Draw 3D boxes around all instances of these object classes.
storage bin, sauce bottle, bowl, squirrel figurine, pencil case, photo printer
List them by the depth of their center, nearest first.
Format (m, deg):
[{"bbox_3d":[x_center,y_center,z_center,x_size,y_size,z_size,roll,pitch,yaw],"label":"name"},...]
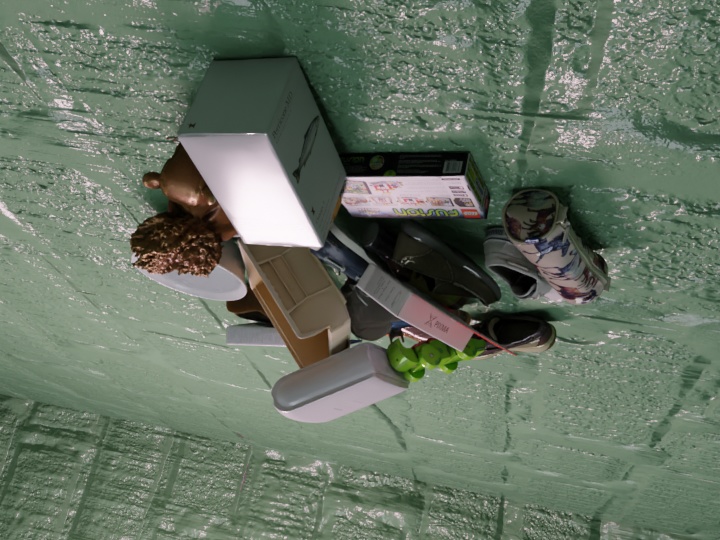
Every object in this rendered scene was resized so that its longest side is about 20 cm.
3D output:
[{"bbox_3d":[-0.211,-0.081,1.116,0.139,0.203,0.187,20,179,0],"label":"squirrel figurine"},{"bbox_3d":[0.263,-0.027,1.151,0.089,0.079,0.200,21,167,43],"label":"pencil case"},{"bbox_3d":[0.086,-0.007,1.323,0.198,0.066,0.064,29,154,-30],"label":"sauce bottle"},{"bbox_3d":[-0.098,0.048,1.390,0.093,0.200,0.201,-29,161,-13],"label":"storage bin"},{"bbox_3d":[-0.037,0.189,1.419,0.198,0.070,0.166,-24,158,17],"label":"photo printer"},{"bbox_3d":[-0.272,-0.031,1.449,0.198,0.092,0.202,12,159,5],"label":"bowl"}]

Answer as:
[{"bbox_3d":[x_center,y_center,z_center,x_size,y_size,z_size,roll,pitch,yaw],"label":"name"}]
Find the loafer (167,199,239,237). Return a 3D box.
[{"bbox_3d":[-0.213,-0.093,1.284,0.198,0.076,0.069,-6,155,41],"label":"loafer"}]

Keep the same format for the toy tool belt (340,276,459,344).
[{"bbox_3d":[0.056,0.058,1.448,0.196,0.127,0.123,-7,174,-12],"label":"toy tool belt"}]

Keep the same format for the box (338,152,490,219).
[{"bbox_3d":[0.059,-0.108,1.136,0.197,0.035,0.110,3,156,25],"label":"box"}]

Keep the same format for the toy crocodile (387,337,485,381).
[{"bbox_3d":[0.127,0.135,1.442,0.198,0.063,0.068,-7,155,-36],"label":"toy crocodile"}]

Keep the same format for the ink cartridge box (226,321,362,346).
[{"bbox_3d":[-0.125,0.122,1.693,0.197,0.041,0.199,2,-178,28],"label":"ink cartridge box"}]

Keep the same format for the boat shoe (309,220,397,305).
[{"bbox_3d":[0.000,0.000,1.316,0.200,0.062,0.075,39,-169,-46],"label":"boat shoe"}]

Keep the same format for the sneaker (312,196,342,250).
[{"bbox_3d":[-0.084,-0.079,1.195,0.087,0.077,0.200,28,172,-12],"label":"sneaker"}]

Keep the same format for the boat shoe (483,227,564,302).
[{"bbox_3d":[0.244,0.010,1.268,0.071,0.067,0.199,-5,151,39],"label":"boat shoe"}]

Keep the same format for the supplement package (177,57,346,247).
[{"bbox_3d":[-0.108,-0.134,1.028,0.115,0.118,0.201,4,147,22],"label":"supplement package"}]

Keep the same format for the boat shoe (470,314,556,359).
[{"bbox_3d":[0.236,0.107,1.512,0.197,0.074,0.065,-11,144,29],"label":"boat shoe"}]

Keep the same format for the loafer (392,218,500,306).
[{"bbox_3d":[0.121,0.001,1.268,0.199,0.070,0.075,33,-172,-26],"label":"loafer"}]

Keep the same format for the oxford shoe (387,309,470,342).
[{"bbox_3d":[0.097,0.083,1.531,0.197,0.072,0.073,-2,149,35],"label":"oxford shoe"}]

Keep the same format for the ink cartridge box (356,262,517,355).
[{"bbox_3d":[0.111,0.074,1.259,0.176,0.045,0.199,35,-176,40],"label":"ink cartridge box"}]

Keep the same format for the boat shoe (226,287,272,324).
[{"bbox_3d":[-0.164,0.065,1.649,0.198,0.072,0.070,4,162,42],"label":"boat shoe"}]
